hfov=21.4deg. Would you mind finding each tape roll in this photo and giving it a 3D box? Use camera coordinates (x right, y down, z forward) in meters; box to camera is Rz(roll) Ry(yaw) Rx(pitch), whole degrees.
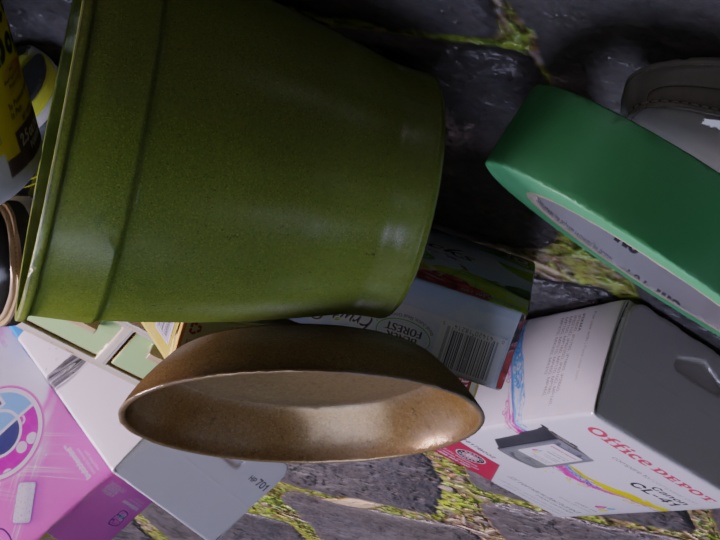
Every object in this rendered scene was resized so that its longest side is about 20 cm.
[{"bbox_3d":[0.155,-0.017,0.937,0.200,0.048,0.200,33,180,0],"label":"tape roll"}]

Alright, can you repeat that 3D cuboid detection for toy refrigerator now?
[{"bbox_3d":[-0.129,0.036,1.230,0.199,0.070,0.076,29,147,-14],"label":"toy refrigerator"}]

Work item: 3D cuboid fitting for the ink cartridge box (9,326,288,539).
[{"bbox_3d":[-0.160,0.084,1.392,0.200,0.086,0.147,48,180,40],"label":"ink cartridge box"}]

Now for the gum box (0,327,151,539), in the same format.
[{"bbox_3d":[-0.255,0.129,1.402,0.200,0.113,0.066,49,-179,34],"label":"gum box"}]

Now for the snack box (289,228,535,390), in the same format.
[{"bbox_3d":[0.000,0.000,1.123,0.199,0.053,0.142,19,-167,3],"label":"snack box"}]

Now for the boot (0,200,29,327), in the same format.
[{"bbox_3d":[-0.287,-0.002,1.169,0.137,0.078,0.200,0,176,-28],"label":"boot"}]

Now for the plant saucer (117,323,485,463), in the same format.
[{"bbox_3d":[-0.032,0.066,1.039,0.198,0.036,0.200,0,161,0],"label":"plant saucer"}]

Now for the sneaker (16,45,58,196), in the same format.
[{"bbox_3d":[-0.229,-0.068,1.191,0.084,0.075,0.199,31,147,-32],"label":"sneaker"}]

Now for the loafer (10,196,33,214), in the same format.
[{"bbox_3d":[-0.207,-0.031,1.289,0.199,0.069,0.076,29,157,-14],"label":"loafer"}]

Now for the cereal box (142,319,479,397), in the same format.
[{"bbox_3d":[-0.039,0.029,1.159,0.199,0.040,0.144,11,-164,-25],"label":"cereal box"}]

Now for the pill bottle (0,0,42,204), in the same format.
[{"bbox_3d":[-0.233,-0.128,0.952,0.108,0.109,0.201,8,127,27],"label":"pill bottle"}]

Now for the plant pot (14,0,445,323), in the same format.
[{"bbox_3d":[-0.063,-0.055,0.976,0.191,0.202,0.200,12,161,-12],"label":"plant pot"}]

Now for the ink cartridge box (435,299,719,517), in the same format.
[{"bbox_3d":[0.153,0.098,1.273,0.147,0.086,0.200,30,158,-25],"label":"ink cartridge box"}]

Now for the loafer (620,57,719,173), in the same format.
[{"bbox_3d":[0.215,-0.045,0.890,0.198,0.070,0.070,17,159,8],"label":"loafer"}]
